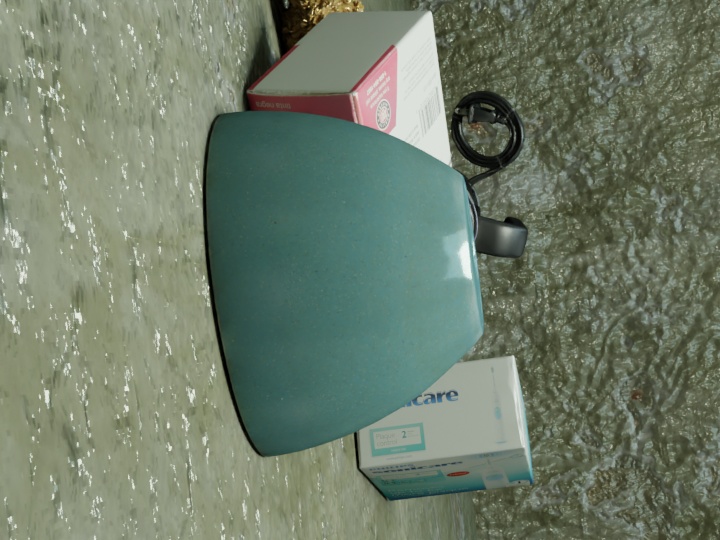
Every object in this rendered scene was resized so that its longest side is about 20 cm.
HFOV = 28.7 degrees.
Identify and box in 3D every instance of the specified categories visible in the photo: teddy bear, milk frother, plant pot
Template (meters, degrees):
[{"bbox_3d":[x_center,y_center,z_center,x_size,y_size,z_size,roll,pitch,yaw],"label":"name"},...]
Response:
[{"bbox_3d":[-0.026,-0.179,1.087,0.145,0.066,0.202,-18,100,-81],"label":"teddy bear"},{"bbox_3d":[0.110,-0.107,1.669,0.188,0.179,0.202,-57,142,-81],"label":"milk frother"},{"bbox_3d":[0.000,0.000,0.819,0.200,0.134,0.202,-7,90,-84],"label":"plant pot"}]

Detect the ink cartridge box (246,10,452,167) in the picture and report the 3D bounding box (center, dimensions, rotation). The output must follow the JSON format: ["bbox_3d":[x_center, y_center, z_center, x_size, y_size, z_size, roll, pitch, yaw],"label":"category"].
[{"bbox_3d":[0.004,-0.060,0.978,0.147,0.082,0.201,-54,140,-52],"label":"ink cartridge box"}]

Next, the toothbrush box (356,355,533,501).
[{"bbox_3d":[0.080,0.148,1.288,0.200,0.145,0.086,66,17,-70],"label":"toothbrush box"}]
